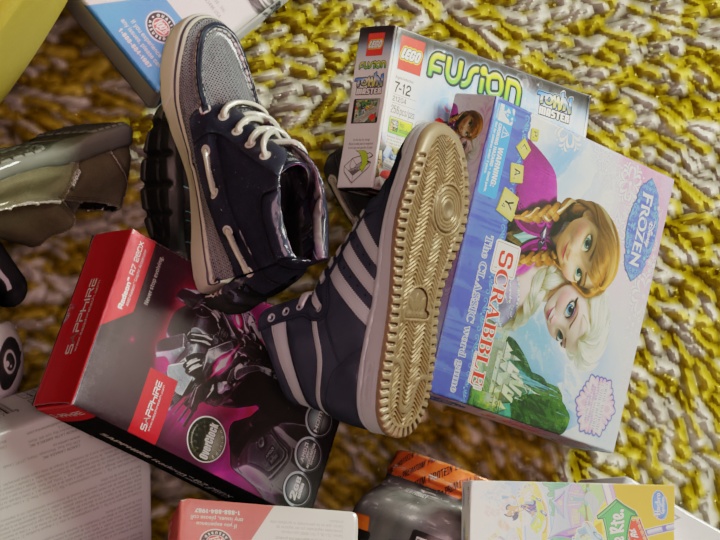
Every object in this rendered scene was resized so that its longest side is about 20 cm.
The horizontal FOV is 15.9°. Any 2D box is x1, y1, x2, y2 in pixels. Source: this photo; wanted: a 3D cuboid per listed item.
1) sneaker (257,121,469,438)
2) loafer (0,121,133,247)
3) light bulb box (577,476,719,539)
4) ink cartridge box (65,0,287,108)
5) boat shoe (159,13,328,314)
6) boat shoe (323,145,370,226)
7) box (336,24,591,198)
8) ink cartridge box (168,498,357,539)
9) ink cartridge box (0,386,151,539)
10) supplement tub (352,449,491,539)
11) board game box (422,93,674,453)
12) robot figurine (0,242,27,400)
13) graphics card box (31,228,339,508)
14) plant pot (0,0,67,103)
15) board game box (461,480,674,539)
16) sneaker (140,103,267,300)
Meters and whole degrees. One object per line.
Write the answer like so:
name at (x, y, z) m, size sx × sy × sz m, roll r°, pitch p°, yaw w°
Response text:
sneaker at (0.000, 0.000, 1.642) m, size 0.070 × 0.108 × 0.200 m, roll 13°, pitch 87°, yaw -50°
loafer at (-0.216, -0.048, 1.685) m, size 0.200 × 0.075 × 0.070 m, roll -22°, pitch 106°, yaw -49°
light bulb box at (0.198, 0.272, 1.726) m, size 0.198 × 0.125 × 0.200 m, roll 29°, pitch 80°, yaw -5°
ink cartridge box at (-0.108, -0.230, 1.748) m, size 0.200 × 0.086 × 0.147 m, roll -39°, pitch 92°, yaw -10°
boat shoe at (-0.067, -0.079, 1.643) m, size 0.075 × 0.093 × 0.200 m, roll 0°, pitch 74°, yaw -42°
boat shoe at (0.045, -0.006, 1.763) m, size 0.060 × 0.074 × 0.200 m, roll -28°, pitch 101°, yaw 34°
box at (0.072, -0.087, 1.731) m, size 0.200 × 0.035 × 0.110 m, roll 14°, pitch 82°, yaw -44°
ink cartridge box at (-0.066, 0.251, 1.611) m, size 0.116 × 0.068 × 0.200 m, roll 6°, pitch 71°, yaw -9°
ink cartridge box at (-0.211, 0.177, 1.670) m, size 0.162 × 0.057 × 0.200 m, roll -18°, pitch 121°, yaw -39°
supplement tub at (0.033, 0.228, 1.708) m, size 0.122 × 0.123 × 0.200 m, roll 22°, pitch 82°, yaw -6°
board game box at (0.118, 0.005, 1.726) m, size 0.199 × 0.041 × 0.200 m, roll 19°, pitch 81°, yaw -45°
robot figurine at (-0.307, 0.027, 1.675) m, size 0.150 × 0.125 × 0.200 m, roll -38°, pitch 90°, yaw 12°
graphics card box at (-0.103, 0.071, 1.667) m, size 0.200 × 0.051 × 0.126 m, roll 31°, pitch 66°, yaw -31°
plant pot at (-0.293, -0.184, 1.634) m, size 0.176 × 0.200 × 0.200 m, roll -39°, pitch 91°, yaw 12°
board game box at (0.131, 0.235, 1.640) m, size 0.134 × 0.034 × 0.200 m, roll 1°, pitch 84°, yaw -7°
sneaker at (-0.103, -0.020, 1.745) m, size 0.079 × 0.075 × 0.200 m, roll -6°, pitch 94°, yaw -19°
